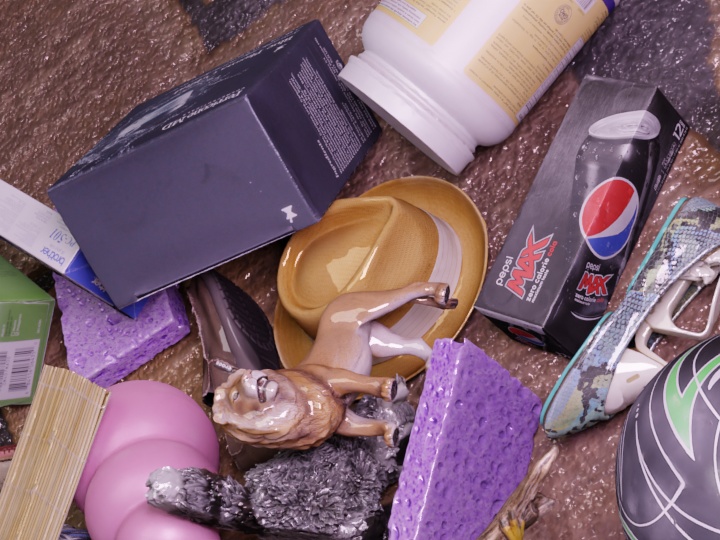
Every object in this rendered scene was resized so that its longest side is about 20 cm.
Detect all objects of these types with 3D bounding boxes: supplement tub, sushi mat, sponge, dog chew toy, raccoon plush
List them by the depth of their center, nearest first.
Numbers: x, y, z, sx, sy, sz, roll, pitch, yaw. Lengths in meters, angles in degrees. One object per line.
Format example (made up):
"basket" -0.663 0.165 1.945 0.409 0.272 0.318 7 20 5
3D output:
"sponge" 0.067 0.159 1.255 0.030 0.112 0.200 -1 64 38
"raccoon plush" -0.042 0.127 1.318 0.097 0.200 0.134 -26 47 57
"dog chew toy" -0.159 0.173 1.390 0.124 0.125 0.200 -41 34 9
"sushi mat" -0.248 0.173 1.396 0.096 0.012 0.200 17 87 52
"supplement tub" 0.092 -0.189 1.418 0.200 0.145 0.145 -50 47 1
"sponge" -0.218 0.001 1.604 0.111 0.030 0.200 -33 50 17

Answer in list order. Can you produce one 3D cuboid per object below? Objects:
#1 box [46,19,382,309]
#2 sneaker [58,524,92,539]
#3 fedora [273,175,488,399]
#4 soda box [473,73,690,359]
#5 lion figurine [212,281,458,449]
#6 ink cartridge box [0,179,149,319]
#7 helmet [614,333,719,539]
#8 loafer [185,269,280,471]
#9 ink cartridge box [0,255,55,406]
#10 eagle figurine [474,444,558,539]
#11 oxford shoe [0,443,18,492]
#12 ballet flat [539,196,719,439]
"box" -0.112 -0.088 1.469 0.196 0.118 0.200 -23 17 24
"sneaker" -0.260 0.246 1.477 0.200 0.085 0.077 -12 95 45
"fedora" 0.000 0.000 1.417 0.200 0.082 0.201 -17 56 27
"soda box" 0.163 -0.040 1.335 0.071 0.063 0.200 16 75 41
"lion figurine" -0.015 0.065 1.308 0.122 0.073 0.200 7 30 23
"ink cartridge box" -0.267 -0.028 1.563 0.200 0.094 0.044 27 82 44
"helmet" 0.244 0.128 1.081 0.190 0.200 0.200 -29 46 -12
"loafer" -0.106 0.077 1.457 0.071 0.073 0.200 -37 48 13
"ink cartridge box" -0.357 0.034 1.649 0.200 0.059 0.104 33 117 44
"eagle figurine" 0.141 0.242 1.166 0.200 0.151 0.152 42 138 15
"oxford shoe" -0.326 0.196 1.570 0.200 0.070 0.075 -19 81 25
"ballet flat" 0.201 0.042 1.260 0.074 0.074 0.200 31 88 43
